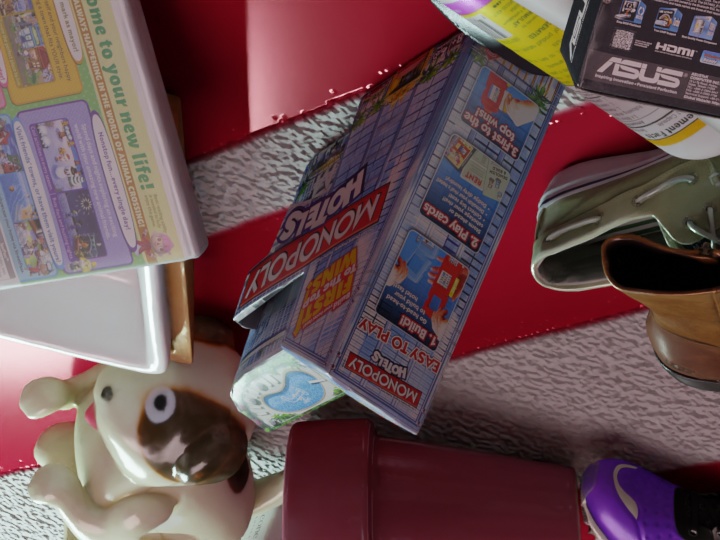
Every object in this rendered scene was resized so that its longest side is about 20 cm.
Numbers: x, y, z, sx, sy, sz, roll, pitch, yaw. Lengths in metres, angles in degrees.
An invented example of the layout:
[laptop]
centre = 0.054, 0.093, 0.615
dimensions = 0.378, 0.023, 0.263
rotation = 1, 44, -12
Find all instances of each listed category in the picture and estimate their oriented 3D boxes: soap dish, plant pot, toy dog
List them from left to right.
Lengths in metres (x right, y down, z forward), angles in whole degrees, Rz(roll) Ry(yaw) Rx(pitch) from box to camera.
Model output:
[soap dish]
centre = -0.169, -0.034, 1.248
dimensions = 0.157, 0.081, 0.200
rotation = 13, 145, 9
[toy dog]
centre = -0.123, 0.120, 1.393
dimensions = 0.193, 0.140, 0.200
rotation = 8, 146, -7
[plant pot]
centre = 0.048, 0.190, 1.374
dimensions = 0.178, 0.201, 0.200
rotation = -2, 143, 3

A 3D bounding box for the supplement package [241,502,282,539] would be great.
[supplement package]
centre = -0.079, 0.249, 1.557
dimensions = 0.120, 0.122, 0.200
rotation = 35, 142, -21

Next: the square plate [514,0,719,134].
[square plate]
centre = 0.177, -0.147, 0.885
dimensions = 0.200, 0.028, 0.198
rotation = 31, 111, -17

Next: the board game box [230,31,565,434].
[board game box]
centre = 0.000, 0.000, 1.109
dimensions = 0.062, 0.200, 0.200
rotation = 34, 142, -22

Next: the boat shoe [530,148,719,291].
[boat shoe]
centre = 0.173, -0.030, 1.106
dimensions = 0.199, 0.062, 0.072
rotation = -17, 132, 41

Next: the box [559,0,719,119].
[box]
centre = 0.195, -0.130, 0.852
dimensions = 0.199, 0.049, 0.162
rotation = 10, 116, -9

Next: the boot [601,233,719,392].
[boot]
centre = 0.224, 0.012, 1.072
dimensions = 0.187, 0.069, 0.200
rotation = 6, 165, 16

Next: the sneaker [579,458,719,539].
[sneaker]
centre = 0.230, 0.163, 1.348
dimensions = 0.200, 0.070, 0.099
rotation = 35, 131, -18

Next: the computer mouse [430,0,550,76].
[computer mouse]
centre = 0.031, -0.146, 1.042
dimensions = 0.199, 0.034, 0.059
rotation = 26, 146, -9

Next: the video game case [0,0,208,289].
[video game case]
centre = -0.188, -0.088, 1.131
dimensions = 0.181, 0.022, 0.201
rotation = -9, 109, 18

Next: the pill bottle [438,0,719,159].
[pill bottle]
centre = 0.130, -0.118, 0.970
dimensions = 0.200, 0.105, 0.104
rotation = 31, 144, -18
